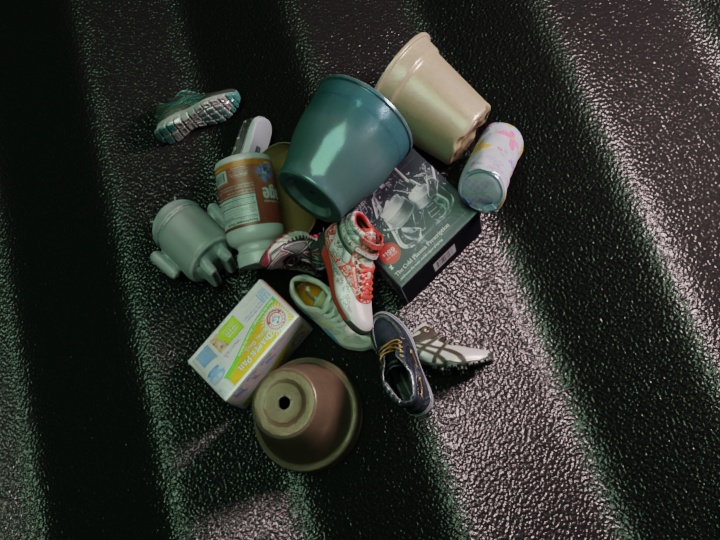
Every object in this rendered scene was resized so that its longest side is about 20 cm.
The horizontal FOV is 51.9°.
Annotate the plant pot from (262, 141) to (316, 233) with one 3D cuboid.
[{"bbox_3d":[-0.143,-0.143,1.427,0.197,0.027,0.205,3,94,39],"label":"plant pot"}]

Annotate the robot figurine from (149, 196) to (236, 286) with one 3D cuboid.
[{"bbox_3d":[-0.326,-0.059,1.437,0.169,0.114,0.200,-40,68,-19],"label":"robot figurine"}]

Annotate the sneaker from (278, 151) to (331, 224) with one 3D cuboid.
[{"bbox_3d":[-0.110,-0.166,1.447,0.198,0.074,0.120,27,83,20],"label":"sneaker"}]

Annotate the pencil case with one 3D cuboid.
[{"bbox_3d":[0.238,-0.187,1.325,0.091,0.083,0.201,45,40,-15],"label":"pencil case"}]

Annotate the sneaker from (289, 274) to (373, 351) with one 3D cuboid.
[{"bbox_3d":[-0.051,0.079,1.352,0.198,0.081,0.077,31,79,18],"label":"sneaker"}]

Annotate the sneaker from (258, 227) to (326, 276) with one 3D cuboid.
[{"bbox_3d":[-0.096,-0.025,1.342,0.081,0.198,0.076,-43,66,38],"label":"sneaker"}]

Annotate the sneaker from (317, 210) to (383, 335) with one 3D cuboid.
[{"bbox_3d":[-0.001,-0.001,1.271,0.107,0.067,0.205,-33,68,33],"label":"sneaker"}]

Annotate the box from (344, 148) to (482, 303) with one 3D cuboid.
[{"bbox_3d":[0.091,-0.081,1.360,0.200,0.104,0.182,-44,68,-4],"label":"box"}]

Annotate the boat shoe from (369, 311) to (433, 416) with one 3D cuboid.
[{"bbox_3d":[0.058,0.143,1.235,0.070,0.091,0.202,-32,59,9],"label":"boat shoe"}]

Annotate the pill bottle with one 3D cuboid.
[{"bbox_3d":[-0.204,-0.109,1.391,0.110,0.112,0.204,-12,84,8],"label":"pill bottle"}]

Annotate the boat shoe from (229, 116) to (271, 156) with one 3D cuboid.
[{"bbox_3d":[-0.242,-0.219,1.499,0.065,0.070,0.204,9,80,38],"label":"boat shoe"}]

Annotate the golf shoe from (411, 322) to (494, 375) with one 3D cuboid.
[{"bbox_3d":[0.135,0.135,1.297,0.196,0.078,0.097,-2,72,10],"label":"golf shoe"}]

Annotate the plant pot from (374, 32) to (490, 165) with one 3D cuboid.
[{"bbox_3d":[0.135,-0.304,1.390,0.183,0.201,0.201,39,83,8],"label":"plant pot"}]

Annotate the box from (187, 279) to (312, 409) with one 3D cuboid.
[{"bbox_3d":[-0.198,0.136,1.354,0.112,0.101,0.201,38,84,20],"label":"box"}]

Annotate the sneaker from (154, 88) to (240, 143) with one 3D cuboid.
[{"bbox_3d":[-0.350,-0.349,1.557,0.197,0.078,0.093,-21,66,3],"label":"sneaker"}]

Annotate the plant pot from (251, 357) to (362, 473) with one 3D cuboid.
[{"bbox_3d":[-0.104,0.237,1.264,0.196,0.175,0.205,-3,71,10],"label":"plant pot"}]

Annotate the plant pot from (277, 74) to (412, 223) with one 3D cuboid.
[{"bbox_3d":[-0.040,-0.196,1.279,0.198,0.201,0.189,28,70,19],"label":"plant pot"}]
